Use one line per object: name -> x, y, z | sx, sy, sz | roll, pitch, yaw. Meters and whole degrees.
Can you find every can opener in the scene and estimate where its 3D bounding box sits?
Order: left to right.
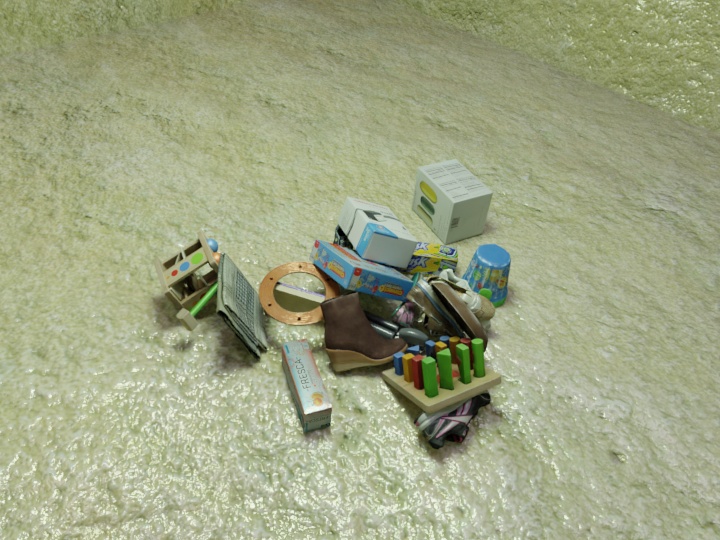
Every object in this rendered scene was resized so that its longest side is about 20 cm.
can opener -> 0.076, 0.140, 1.445 | 0.196, 0.068, 0.053 | 23, 42, 17

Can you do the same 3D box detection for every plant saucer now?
plant saucer -> 0.236, 0.101, 1.376 | 0.032, 0.201, 0.201 | -38, 51, 0

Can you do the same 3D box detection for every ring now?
ring -> -0.146, 0.056, 1.419 | 0.195, 0.019, 0.204 | 4, 46, -4

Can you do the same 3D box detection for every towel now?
towel -> -0.273, 0.082, 1.375 | 0.034, 0.194, 0.203 | -20, 43, 8

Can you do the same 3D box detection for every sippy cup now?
sippy cup -> 0.344, 0.006, 1.590 | 0.136, 0.132, 0.179 | -10, 44, -18

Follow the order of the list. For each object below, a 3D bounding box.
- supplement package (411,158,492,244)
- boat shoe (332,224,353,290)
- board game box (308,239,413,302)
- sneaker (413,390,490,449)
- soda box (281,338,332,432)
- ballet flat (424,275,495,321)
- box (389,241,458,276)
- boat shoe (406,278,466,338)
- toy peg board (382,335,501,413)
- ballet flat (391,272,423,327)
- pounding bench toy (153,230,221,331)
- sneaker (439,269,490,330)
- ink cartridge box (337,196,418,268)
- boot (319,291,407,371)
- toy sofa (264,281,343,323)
supplement package -> 0.276, -0.214, 1.811 | 0.148, 0.154, 0.201 | -16, 46, -24
boat shoe -> -0.052, -0.044, 1.616 | 0.069, 0.092, 0.203 | 2, 41, -6
board game box -> 0.000, 0.000, 1.472 | 0.193, 0.057, 0.199 | 14, 13, -37
sneaker -> 0.206, 0.323, 1.269 | 0.196, 0.081, 0.088 | -18, 69, -28
soda box -> -0.121, 0.247, 1.293 | 0.062, 0.070, 0.202 | -9, 43, -18
ballet flat -> 0.242, 0.069, 1.479 | 0.196, 0.065, 0.072 | 22, 81, 20
box -> 0.170, -0.033, 1.654 | 0.194, 0.071, 0.065 | 7, 38, -1
boat shoe -> 0.187, 0.120, 1.452 | 0.072, 0.072, 0.201 | -38, 90, 0
toy peg board -> 0.173, 0.200, 1.310 | 0.196, 0.100, 0.198 | -15, 19, -24
ballet flat -> 0.138, 0.083, 1.523 | 0.070, 0.070, 0.201 | 34, 38, 0
pounding bench toy -> -0.377, 0.032, 1.412 | 0.154, 0.125, 0.201 | -31, 49, -4
sneaker -> 0.265, 0.076, 1.535 | 0.069, 0.082, 0.200 | -17, 48, -37
ink cartridge box -> 0.041, -0.103, 1.562 | 0.142, 0.085, 0.201 | 11, 27, -30
boot -> 0.009, 0.133, 1.368 | 0.195, 0.171, 0.072 | -12, 8, -14
toy sofa -> -0.139, 0.072, 1.477 | 0.195, 0.084, 0.098 | 15, 42, 9
